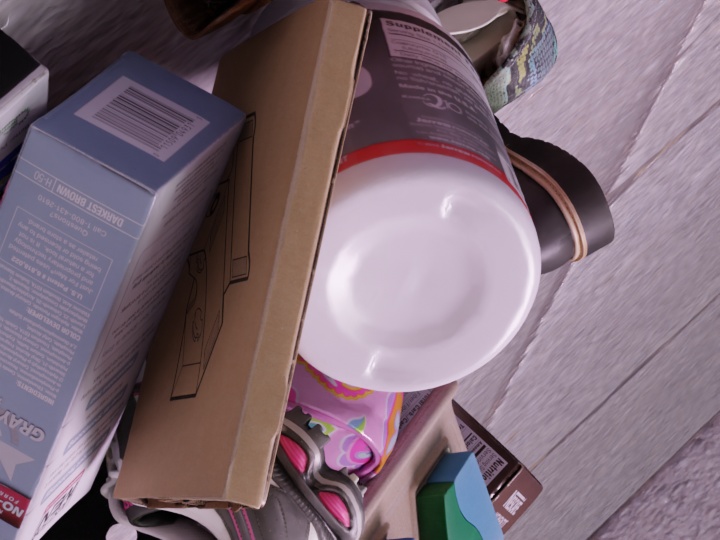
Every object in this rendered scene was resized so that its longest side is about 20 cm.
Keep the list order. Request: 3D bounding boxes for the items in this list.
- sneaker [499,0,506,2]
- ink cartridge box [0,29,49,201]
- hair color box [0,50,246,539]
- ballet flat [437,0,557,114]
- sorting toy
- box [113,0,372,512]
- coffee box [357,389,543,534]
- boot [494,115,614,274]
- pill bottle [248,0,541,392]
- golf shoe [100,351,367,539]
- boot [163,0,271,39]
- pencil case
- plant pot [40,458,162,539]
[{"bbox_3d":[0.106,-0.203,1.425,0.200,0.078,0.116,-17,157,-43],"label":"sneaker"},{"bbox_3d":[-0.170,-0.010,1.141,0.095,0.037,0.200,-43,163,-25],"label":"ink cartridge box"},{"bbox_3d":[-0.122,0.020,1.154,0.200,0.061,0.099,-66,171,28],"label":"hair color box"},{"bbox_3d":[0.025,-0.090,1.493,0.200,0.074,0.074,-43,166,-28],"label":"ballet flat"},{"bbox_3d":[0.039,0.179,1.393,0.185,0.036,0.200,-51,132,-53],"label":"sorting toy"},{"bbox_3d":[-0.050,-0.002,1.149,0.163,0.021,0.201,167,-63,-70],"label":"box"},{"bbox_3d":[-0.003,0.075,1.545,0.080,0.200,0.113,-47,167,-3],"label":"coffee box"},{"bbox_3d":[0.027,-0.027,1.523,0.138,0.078,0.200,-29,-161,-19],"label":"boot"},{"bbox_3d":[0.006,-0.047,1.239,0.114,0.114,0.200,-54,-154,22],"label":"pill bottle"},{"bbox_3d":[-0.087,0.062,1.248,0.088,0.200,0.077,-39,172,-22],"label":"golf shoe"},{"bbox_3d":[-0.012,-0.141,1.175,0.155,0.077,0.200,-46,164,-18],"label":"boot"},{"bbox_3d":[0.000,0.000,1.361,0.087,0.087,0.200,101,7,-65],"label":"pencil case"},{"bbox_3d":[-0.129,0.142,1.389,0.200,0.200,0.178,-44,155,-16],"label":"plant pot"}]
